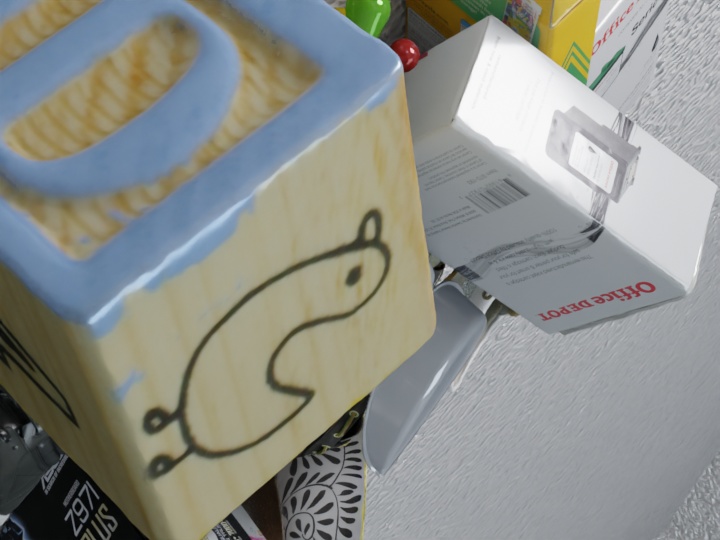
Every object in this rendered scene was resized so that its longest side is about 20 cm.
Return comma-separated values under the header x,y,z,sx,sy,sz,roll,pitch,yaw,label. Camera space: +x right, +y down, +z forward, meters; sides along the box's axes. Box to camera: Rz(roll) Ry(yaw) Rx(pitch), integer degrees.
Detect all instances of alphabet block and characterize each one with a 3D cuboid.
x,y,z,sx,sy,sz,roll,pitch,yaw,label
-0.097,-0.025,0.786,0.195,0.196,0.201,-38,147,-19,alphabet block

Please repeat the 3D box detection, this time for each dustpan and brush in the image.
x,y,z,sx,sy,sz,roll,pitch,yaw,label
0.043,0.045,1.120,0.140,0.057,0.201,-52,170,-25,dustpan and brush

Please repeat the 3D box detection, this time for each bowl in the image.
x,y,z,sx,sy,sz,roll,pitch,yaw,label
-0.055,0.212,1.424,0.093,0.203,0.202,6,140,-8,bowl

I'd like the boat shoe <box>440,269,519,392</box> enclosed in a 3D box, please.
x,y,z,sx,sy,sz,roll,pitch,yaw,label
0.112,0.010,1.293,0.201,0.069,0.071,-53,158,-6,boat shoe

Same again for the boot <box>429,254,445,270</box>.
x,y,z,sx,sy,sz,roll,pitch,yaw,label
0.039,-0.010,1.302,0.201,0.072,0.154,-56,160,19,boot

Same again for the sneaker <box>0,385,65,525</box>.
x,y,z,sx,sy,sz,roll,pitch,yaw,label
-0.227,0.092,0.964,0.099,0.071,0.200,-48,165,-4,sneaker

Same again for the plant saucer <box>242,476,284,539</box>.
x,y,z,sx,sy,sz,roll,pitch,yaw,label
-0.099,0.224,1.320,0.036,0.202,0.201,-3,142,-16,plant saucer

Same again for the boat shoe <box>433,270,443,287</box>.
x,y,z,sx,sy,sz,roll,pitch,yaw,label
0.009,0.062,1.382,0.200,0.057,0.067,-41,158,-17,boat shoe

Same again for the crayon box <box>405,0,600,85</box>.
x,y,z,sx,sy,sz,roll,pitch,yaw,label
0.088,-0.163,1.044,0.051,0.126,0.201,-41,158,-18,crayon box

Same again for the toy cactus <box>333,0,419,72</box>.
x,y,z,sx,sy,sz,roll,pitch,yaw,label
-0.023,-0.061,0.959,0.102,0.166,0.200,25,114,-40,toy cactus

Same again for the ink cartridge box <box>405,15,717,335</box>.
x,y,z,sx,sy,sz,roll,pitch,yaw,label
0.104,-0.053,1.033,0.145,0.199,0.084,-21,-138,55,ink cartridge box

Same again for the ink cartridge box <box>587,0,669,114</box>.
x,y,z,sx,sy,sz,roll,pitch,yaw,label
0.160,-0.172,1.208,0.146,0.084,0.201,-51,162,-20,ink cartridge box

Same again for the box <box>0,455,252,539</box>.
x,y,z,sx,sy,sz,roll,pitch,yaw,label
-0.176,0.226,1.147,0.086,0.164,0.201,-3,133,-49,box

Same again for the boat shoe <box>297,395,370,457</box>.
x,y,z,sx,sy,sz,roll,pitch,yaw,label
-0.027,0.108,1.236,0.201,0.060,0.072,106,9,-71,boat shoe

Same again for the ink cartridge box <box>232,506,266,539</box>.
x,y,z,sx,sy,sz,roll,pitch,yaw,label
-0.132,0.249,1.226,0.085,0.200,0.148,-8,139,-47,ink cartridge box
